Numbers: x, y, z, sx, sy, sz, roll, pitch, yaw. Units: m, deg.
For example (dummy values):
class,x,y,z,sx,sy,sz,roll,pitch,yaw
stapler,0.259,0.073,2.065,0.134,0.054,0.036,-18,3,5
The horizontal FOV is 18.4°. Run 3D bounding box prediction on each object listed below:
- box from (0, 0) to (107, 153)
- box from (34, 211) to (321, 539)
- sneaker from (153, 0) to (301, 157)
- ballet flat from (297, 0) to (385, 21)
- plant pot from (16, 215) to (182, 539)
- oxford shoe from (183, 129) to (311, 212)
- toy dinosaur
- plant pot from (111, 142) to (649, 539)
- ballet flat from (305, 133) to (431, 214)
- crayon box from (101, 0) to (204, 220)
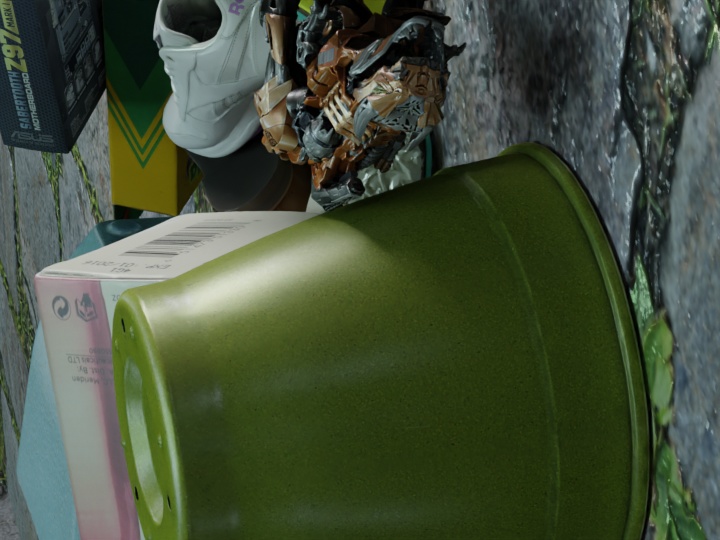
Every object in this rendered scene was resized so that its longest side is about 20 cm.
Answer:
class,x,y,z,sx,sy,sz,roll,pitch,yaw
box,-0.180,-0.197,1.392,0.158,0.051,0.200,85,-160,-46
box,-0.070,0.081,1.113,0.109,0.128,0.201,2,106,34
sneaker,-0.080,-0.128,1.267,0.200,0.099,0.075,-32,40,59
ballet flat,-0.046,-0.173,1.103,0.200,0.067,0.067,31,112,17
plant pot,-0.099,0.075,1.363,0.196,0.196,0.200,-125,35,-59
oxford shoe,-0.063,-0.071,1.371,0.071,0.071,0.200,45,-162,-31
toy dinosaur,-0.014,-0.091,0.971,0.200,0.102,0.136,0,77,49
plant pot,-0.003,0.057,0.966,0.200,0.192,0.201,171,90,-75
ballet flat,0.000,0.000,1.169,0.072,0.072,0.200,-120,24,-52
crayon box,-0.122,-0.127,1.462,0.127,0.051,0.200,-64,-19,-51
